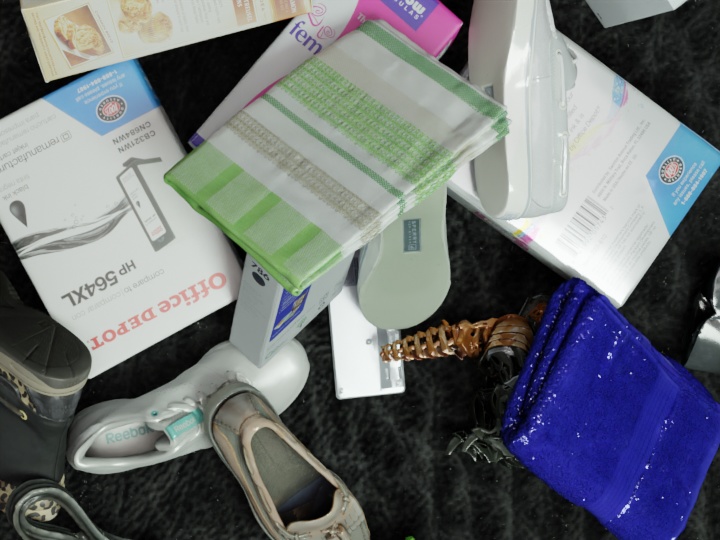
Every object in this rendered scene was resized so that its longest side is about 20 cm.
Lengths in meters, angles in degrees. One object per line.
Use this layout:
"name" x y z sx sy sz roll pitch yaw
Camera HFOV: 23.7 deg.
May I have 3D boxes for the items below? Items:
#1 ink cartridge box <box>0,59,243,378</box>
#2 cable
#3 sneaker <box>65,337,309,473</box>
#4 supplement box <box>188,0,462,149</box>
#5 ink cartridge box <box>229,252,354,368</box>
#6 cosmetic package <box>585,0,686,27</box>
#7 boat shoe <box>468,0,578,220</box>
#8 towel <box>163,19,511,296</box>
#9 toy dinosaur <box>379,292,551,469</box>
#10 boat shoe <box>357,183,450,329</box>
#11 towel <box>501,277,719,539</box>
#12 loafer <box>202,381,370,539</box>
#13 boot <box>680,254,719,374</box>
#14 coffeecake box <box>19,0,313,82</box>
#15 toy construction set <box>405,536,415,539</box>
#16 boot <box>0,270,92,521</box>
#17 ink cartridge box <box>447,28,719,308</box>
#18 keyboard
"ink cartridge box" -0.188 -0.041 1.292 0.145 0.084 0.201 -28 97 -3
"cable" -0.190 0.220 1.293 0.097 0.050 0.201 -32 136 -11
"sneaker" -0.129 0.111 1.310 0.199 0.088 0.076 -24 96 -4
"supplement box" -0.026 -0.137 1.289 0.101 0.103 0.200 40 88 -1
"ink cartridge box" -0.042 -0.009 1.243 0.039 0.200 0.099 42 63 10
"cosmetic package" 0.248 -0.247 1.263 0.151 0.200 0.052 -39 97 -2
"boat shoe" 0.125 -0.138 1.246 0.068 0.072 0.202 -2 88 -26
"towel" -0.015 -0.080 1.168 0.200 0.031 0.149 -39 56 -19
"toy dinosaur" 0.118 0.083 1.349 0.199 0.102 0.137 5 79 11
"boat shoe" 0.032 -0.037 1.285 0.070 0.072 0.201 -2 140 -5
"towel" 0.197 0.114 1.296 0.200 0.049 0.148 38 65 -34
"loafer" -0.049 0.170 1.302 0.072 0.063 0.200 -42 123 -10
"boot" 0.351 0.091 1.372 0.199 0.066 0.166 16 85 -10
"coffeecake box" -0.150 -0.236 1.243 0.199 0.154 0.073 -15 141 -4
"toy construction set" 0.001 0.277 1.317 0.199 0.131 0.093 -22 99 -4
"boot" -0.281 0.084 1.286 0.199 0.073 0.151 30 127 28
"ink cartridge box" 0.152 -0.088 1.325 0.200 0.085 0.145 35 90 -8
"keyboard" 0.000 0.000 1.355 0.056 0.011 0.202 -5 95 -1
